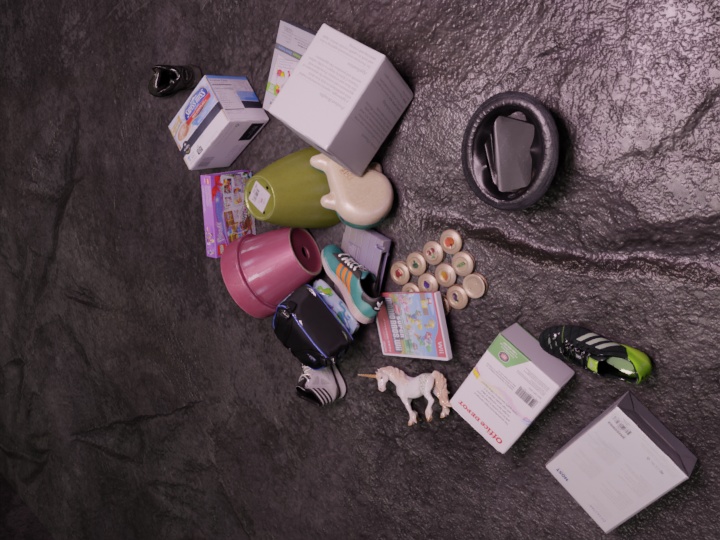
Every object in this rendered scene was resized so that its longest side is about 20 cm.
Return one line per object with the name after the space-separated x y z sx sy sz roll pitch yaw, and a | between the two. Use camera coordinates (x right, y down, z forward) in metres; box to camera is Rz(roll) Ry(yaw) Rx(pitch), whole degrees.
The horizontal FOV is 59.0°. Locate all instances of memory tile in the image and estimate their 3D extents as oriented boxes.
0.157 0.019 1.316 0.200 0.017 0.154 -33 81 39 | memory tile

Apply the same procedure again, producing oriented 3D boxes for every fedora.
0.272 -0.208 1.111 0.199 0.091 0.202 12 109 36 | fedora

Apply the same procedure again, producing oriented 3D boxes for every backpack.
-0.101 0.130 1.449 0.183 0.147 0.200 49 154 4 | backpack

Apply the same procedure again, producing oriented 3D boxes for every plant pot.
-0.151 -0.170 1.391 0.186 0.199 0.189 12 110 36 | plant pot
-0.196 -0.013 1.492 0.178 0.200 0.201 -27 85 24 | plant pot

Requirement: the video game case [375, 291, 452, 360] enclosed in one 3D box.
0.106 0.116 1.361 0.199 0.017 0.144 -4 100 50 | video game case

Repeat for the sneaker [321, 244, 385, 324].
-0.011 0.012 1.361 0.080 0.071 0.201 -47 62 29 | sneaker

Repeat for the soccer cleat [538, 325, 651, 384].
0.402 0.146 1.113 0.199 0.081 0.068 15 112 35 | soccer cleat

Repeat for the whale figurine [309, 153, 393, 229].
-0.021 -0.172 1.338 0.200 0.159 0.104 46 160 15 | whale figurine

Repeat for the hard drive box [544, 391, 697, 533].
0.455 0.341 1.128 0.156 0.077 0.200 48 126 18 | hard drive box

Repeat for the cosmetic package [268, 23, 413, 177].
-0.035 -0.324 1.233 0.165 0.165 0.201 37 95 26 | cosmetic package

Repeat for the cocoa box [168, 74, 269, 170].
-0.345 -0.356 1.537 0.200 0.133 0.132 -37 78 39 | cocoa box

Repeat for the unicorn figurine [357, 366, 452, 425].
0.112 0.266 1.395 0.199 0.074 0.138 -21 80 26 | unicorn figurine

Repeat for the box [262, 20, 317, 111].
-0.134 -0.428 1.410 0.155 0.041 0.201 34 122 27 | box

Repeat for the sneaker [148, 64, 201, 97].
-0.514 -0.493 1.650 0.198 0.114 0.077 5 104 40 | sneaker

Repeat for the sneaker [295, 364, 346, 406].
-0.119 0.232 1.533 0.076 0.115 0.202 -36 79 39 | sneaker

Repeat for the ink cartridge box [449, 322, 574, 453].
0.287 0.227 1.226 0.145 0.084 0.201 42 124 22 | ink cartridge box

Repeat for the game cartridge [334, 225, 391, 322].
0.000 0.000 1.414 0.129 0.038 0.201 36 123 43 | game cartridge

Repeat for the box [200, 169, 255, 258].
-0.325 -0.143 1.580 0.039 0.136 0.202 10 108 36 | box
